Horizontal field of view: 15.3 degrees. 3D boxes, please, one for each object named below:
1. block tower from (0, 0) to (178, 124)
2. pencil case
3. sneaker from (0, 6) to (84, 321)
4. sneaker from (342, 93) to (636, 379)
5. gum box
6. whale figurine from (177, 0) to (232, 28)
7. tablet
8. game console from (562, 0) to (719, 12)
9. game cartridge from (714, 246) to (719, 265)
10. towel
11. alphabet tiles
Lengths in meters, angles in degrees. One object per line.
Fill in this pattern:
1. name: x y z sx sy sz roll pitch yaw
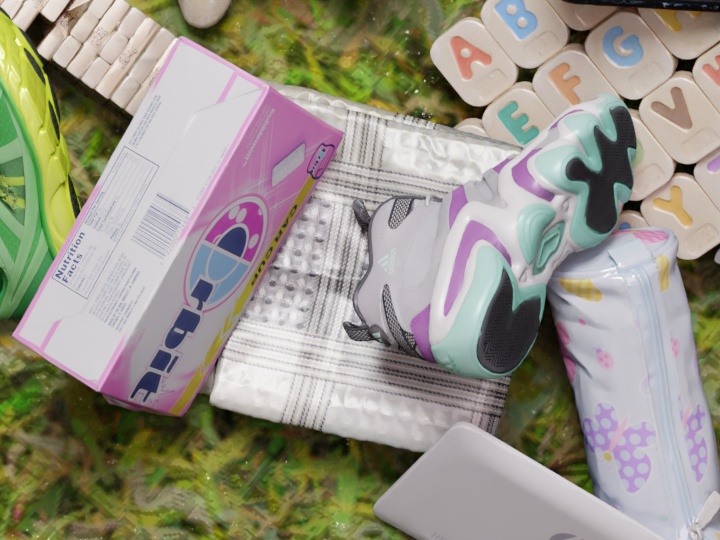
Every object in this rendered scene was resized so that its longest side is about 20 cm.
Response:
1. block tower: -0.172 -0.146 1.529 0.200 0.054 0.058 37 84 -7
2. pencil case: 0.161 0.075 1.542 0.083 0.091 0.201 -14 103 1
3. sneaker: -0.203 -0.055 1.490 0.083 0.074 0.201 -12 113 1
4. sneaker: 0.059 -0.032 1.496 0.200 0.139 0.078 -52 135 -32
5. gum box: -0.102 -0.016 1.486 0.066 0.113 0.201 30 91 24
6. whale figurine: -0.035 -0.226 1.546 0.200 0.104 0.159 -37 95 16
7. tablet: 0.114 0.163 1.536 0.199 0.130 0.014 30 54 -7
8. game console: 0.200 -0.241 1.458 0.199 0.119 0.173 2 63 -13
9. game cartridge: 0.302 -0.063 1.592 0.129 0.038 0.201 31 84 -29
10. towel: 0.000 0.000 1.541 0.199 0.035 0.194 14 86 7
11. alphabet tiles: 0.141 -0.085 1.539 0.200 0.015 0.196 -35 99 28
